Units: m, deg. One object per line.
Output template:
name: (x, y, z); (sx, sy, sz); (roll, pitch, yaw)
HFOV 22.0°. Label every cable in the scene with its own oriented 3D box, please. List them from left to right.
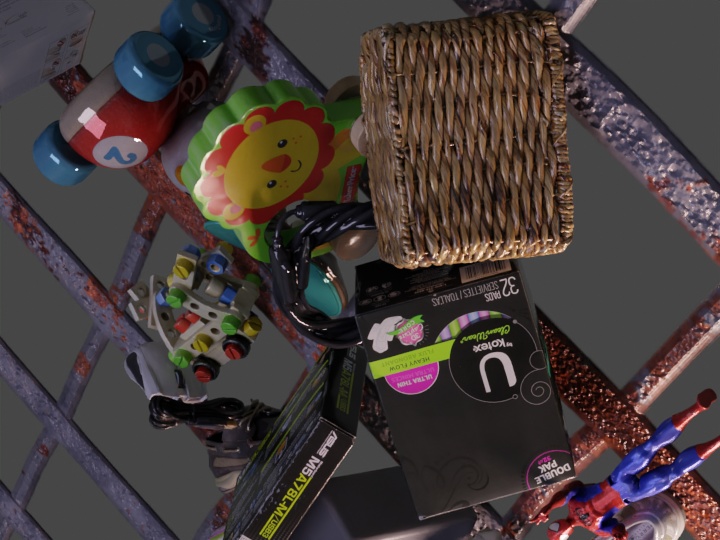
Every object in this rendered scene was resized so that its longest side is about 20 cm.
cable: (0.000, 0.000, 1.680); (0.200, 0.162, 0.051); (82, 172, -50)

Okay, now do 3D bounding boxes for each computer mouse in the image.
computer mouse: (-0.201, 0.115, 1.979); (0.200, 0.109, 0.044); (39, 122, 58)

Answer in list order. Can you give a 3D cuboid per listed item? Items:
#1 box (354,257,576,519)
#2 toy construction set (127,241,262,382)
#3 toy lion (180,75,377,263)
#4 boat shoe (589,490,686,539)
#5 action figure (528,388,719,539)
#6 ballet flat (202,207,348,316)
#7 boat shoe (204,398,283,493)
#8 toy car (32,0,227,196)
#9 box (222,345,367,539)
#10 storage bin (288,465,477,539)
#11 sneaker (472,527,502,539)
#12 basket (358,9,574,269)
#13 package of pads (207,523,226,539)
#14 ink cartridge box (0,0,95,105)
box: (0.090, 0.087, 1.604); (0.148, 0.124, 0.201); (-15, 110, 6)
toy construction set: (-0.174, 0.042, 1.918); (0.131, 0.092, 0.200); (37, 153, -16)
toy lion: (-0.068, -0.084, 1.633); (0.069, 0.191, 0.201); (54, 147, 37)
boat shoe: (0.214, 0.279, 1.654); (0.074, 0.065, 0.202); (43, 117, 11)
action figure: (0.222, 0.185, 1.554); (0.065, 0.099, 0.200); (50, 122, 2)
ballet flat: (-0.070, -0.030, 1.763); (0.068, 0.069, 0.200); (-4, 149, 37)
boat shoe: (-0.114, 0.179, 1.967); (0.073, 0.074, 0.200); (56, 140, 0)
toy car: (-0.169, -0.122, 1.753); (0.200, 0.177, 0.184); (45, 130, -7)
box: (-0.065, 0.182, 1.773); (0.047, 0.193, 0.200); (31, 109, -6)
storage bin: (0.010, 0.258, 1.808); (0.146, 0.199, 0.135); (56, 135, 34)
sneaker: (0.183, 0.312, 1.757); (0.199, 0.092, 0.076); (27, 166, 1)
basket: (0.084, -0.107, 1.525); (0.143, 0.148, 0.201); (-165, 68, -80)
package of pads: (-0.086, 0.330, 2.048); (0.155, 0.068, 0.200); (54, 141, 0)
ink cartridge box: (-0.402, -0.252, 1.861); (0.176, 0.200, 0.084); (44, 141, 14)
